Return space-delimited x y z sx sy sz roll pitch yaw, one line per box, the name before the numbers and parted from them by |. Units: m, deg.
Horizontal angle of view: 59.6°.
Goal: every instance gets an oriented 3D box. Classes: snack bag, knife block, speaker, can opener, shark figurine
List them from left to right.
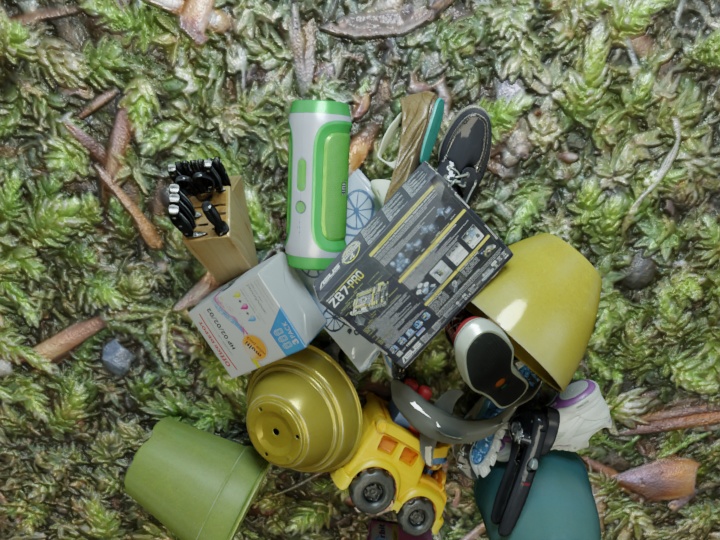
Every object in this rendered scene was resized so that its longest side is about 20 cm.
knife block | -0.188 -0.047 0.800 0.062 0.177 0.206 -5 115 4
speaker | -0.054 -0.108 0.801 0.085 0.089 0.207 2 99 0
snack bag | 0.000 0.000 0.846 0.200 0.021 0.189 46 104 15
shark figurine | 0.151 0.214 0.883 0.207 0.090 0.133 -5 87 1
can opener | 0.234 0.293 0.913 0.076 0.063 0.206 16 98 -7

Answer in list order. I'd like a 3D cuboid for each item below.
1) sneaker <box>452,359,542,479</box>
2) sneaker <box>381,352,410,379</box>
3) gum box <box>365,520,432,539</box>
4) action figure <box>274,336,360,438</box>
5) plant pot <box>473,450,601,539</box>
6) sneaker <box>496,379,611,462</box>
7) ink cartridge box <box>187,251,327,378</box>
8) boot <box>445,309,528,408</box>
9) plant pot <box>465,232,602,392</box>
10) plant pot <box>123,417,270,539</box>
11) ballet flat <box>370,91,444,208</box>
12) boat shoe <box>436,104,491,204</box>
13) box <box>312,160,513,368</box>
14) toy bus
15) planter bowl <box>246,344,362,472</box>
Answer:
sneaker | 0.201 0.217 0.971 0.074 0.087 0.202 38 86 -8
sneaker | 0.038 0.053 0.898 0.071 0.071 0.206 2 106 38
gum box | 0.054 0.551 1.120 0.110 0.067 0.205 9 114 -4
action figure | -0.081 0.182 0.962 0.128 0.070 0.203 30 108 -4
plant pot | 0.288 0.408 0.987 0.193 0.189 0.206 1 114 1
sneaker | 0.299 0.257 0.978 0.197 0.075 0.101 -33 104 14
ink cartridge box | -0.156 0.072 0.867 0.197 0.068 0.117 -26 102 36
boot | 0.137 0.084 0.813 0.072 0.145 0.200 -37 142 3
plant pot | 0.236 0.037 0.839 0.199 0.200 0.143 42 89 -16
plant pot | -0.256 0.328 0.975 0.186 0.201 0.203 28 112 1
ballet flat | 0.052 -0.129 0.796 0.070 0.068 0.206 11 87 22
boat shoe | 0.128 -0.112 0.828 0.071 0.063 0.205 15 113 -6
box | 0.064 0.000 0.752 0.160 0.049 0.200 37 102 -31
toy bus | 0.072 0.277 0.977 0.197 0.136 0.195 31 95 -15
planter bowl | -0.100 0.211 0.888 0.195 0.083 0.207 7 106 25
